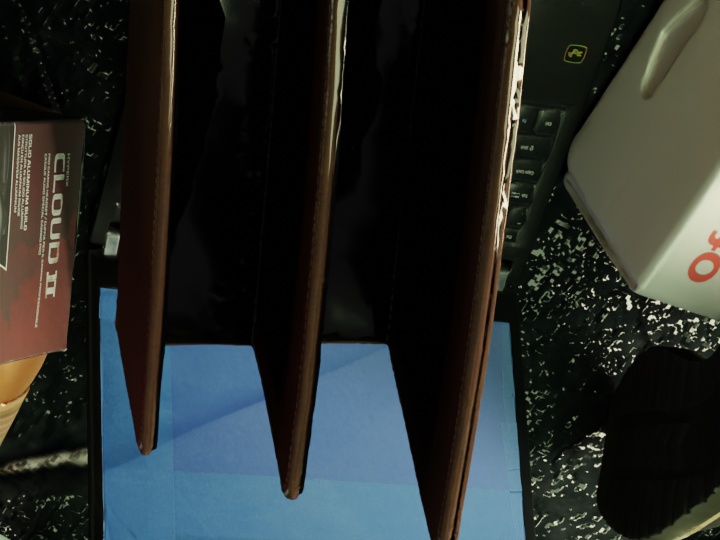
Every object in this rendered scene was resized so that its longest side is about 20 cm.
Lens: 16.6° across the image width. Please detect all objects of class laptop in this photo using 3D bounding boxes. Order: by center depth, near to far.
[{"bbox_3d":[0.000,0.000,0.877,0.176,0.103,0.201,5,122,-23],"label":"laptop"}]

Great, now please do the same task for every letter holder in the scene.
[{"bbox_3d":[-0.016,-0.027,0.742,0.100,0.142,0.201,0,122,-10],"label":"letter holder"}]

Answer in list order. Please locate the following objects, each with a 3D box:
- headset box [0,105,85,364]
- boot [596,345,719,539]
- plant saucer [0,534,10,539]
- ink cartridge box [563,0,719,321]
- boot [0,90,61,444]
[{"bbox_3d":[-0.180,-0.015,0.701,0.148,0.200,0.078,8,96,18],"label":"headset box"},{"bbox_3d":[0.182,0.072,0.937,0.137,0.200,0.078,9,81,-15],"label":"boot"},{"bbox_3d":[-0.189,0.171,0.876,0.200,0.039,0.202,-7,124,-10],"label":"plant saucer"},{"bbox_3d":[0.200,-0.043,0.926,0.199,0.084,0.146,16,119,-29],"label":"ink cartridge box"},{"bbox_3d":[-0.199,-0.006,0.835,0.199,0.074,0.156,11,112,-23],"label":"boot"}]
